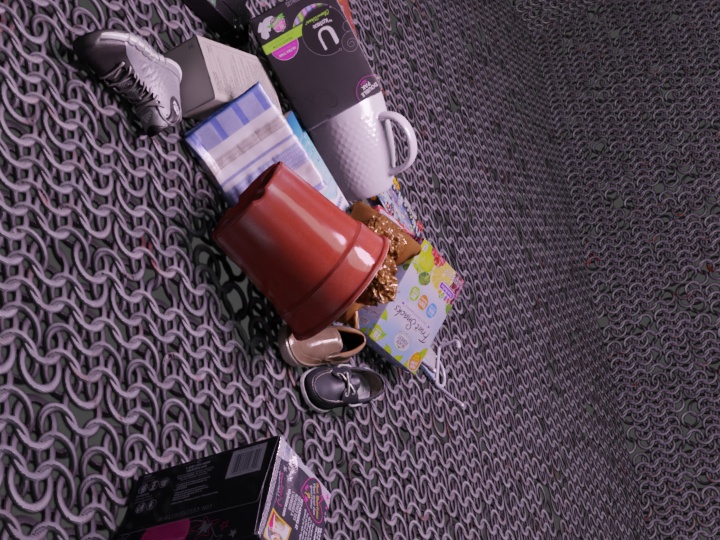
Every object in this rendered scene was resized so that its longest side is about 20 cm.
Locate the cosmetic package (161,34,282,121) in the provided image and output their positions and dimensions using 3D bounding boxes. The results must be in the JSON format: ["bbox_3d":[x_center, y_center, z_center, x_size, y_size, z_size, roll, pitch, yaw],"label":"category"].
[{"bbox_3d":[-0.209,-0.284,1.480,0.200,0.073,0.104,-1,72,-64],"label":"cosmetic package"}]

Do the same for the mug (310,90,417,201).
[{"bbox_3d":[0.013,-0.227,1.751,0.147,0.199,0.177,-37,116,-52],"label":"mug"}]

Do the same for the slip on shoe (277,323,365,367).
[{"bbox_3d":[-0.058,0.113,1.502,0.200,0.060,0.077,20,54,-59],"label":"slip on shoe"}]

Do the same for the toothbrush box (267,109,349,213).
[{"bbox_3d":[-0.110,-0.134,1.557,0.201,0.085,0.147,57,26,-24],"label":"toothbrush box"}]

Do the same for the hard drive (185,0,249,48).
[{"bbox_3d":[-0.256,-0.478,1.576,0.200,0.038,0.141,40,37,-49],"label":"hard drive"}]

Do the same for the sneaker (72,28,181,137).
[{"bbox_3d":[-0.294,-0.239,1.271,0.200,0.074,0.117,10,64,-63],"label":"sneaker"}]

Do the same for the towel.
[{"bbox_3d":[-0.154,-0.159,1.433,0.201,0.146,0.024,57,-5,-24],"label":"towel"}]

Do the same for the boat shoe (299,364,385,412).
[{"bbox_3d":[-0.026,0.181,1.518,0.200,0.060,0.076,3,69,-64],"label":"boat shoe"}]

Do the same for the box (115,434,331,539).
[{"bbox_3d":[-0.147,0.279,1.022,0.115,0.199,0.133,56,28,-31],"label":"box"}]

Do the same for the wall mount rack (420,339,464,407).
[{"bbox_3d":[0.143,0.172,1.860,0.200,0.074,0.175,50,31,-35],"label":"wall mount rack"}]

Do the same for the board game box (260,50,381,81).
[{"bbox_3d":[-0.069,-0.373,1.745,0.199,0.032,0.120,26,30,8],"label":"board game box"}]

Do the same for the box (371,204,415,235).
[{"bbox_3d":[0.049,-0.027,1.792,0.200,0.095,0.101,35,43,-51],"label":"box"}]

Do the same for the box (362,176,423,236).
[{"bbox_3d":[0.059,-0.131,1.962,0.201,0.040,0.137,59,26,-22],"label":"box"}]

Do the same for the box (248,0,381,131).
[{"bbox_3d":[-0.077,-0.357,1.593,0.201,0.148,0.124,62,1,-15],"label":"box"}]

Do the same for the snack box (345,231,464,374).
[{"bbox_3d":[0.084,0.059,1.710,0.169,0.067,0.201,41,75,-46],"label":"snack box"}]

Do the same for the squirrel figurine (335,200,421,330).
[{"bbox_3d":[0.000,0.000,1.563,0.141,0.187,0.200,36,0,-5],"label":"squirrel figurine"}]

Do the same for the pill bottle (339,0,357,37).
[{"bbox_3d":[-0.059,-0.440,1.867,0.112,0.111,0.202,12,60,-62],"label":"pill bottle"}]

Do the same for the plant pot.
[{"bbox_3d":[-0.096,-0.038,1.380,0.195,0.200,0.201,43,32,-16],"label":"plant pot"}]
